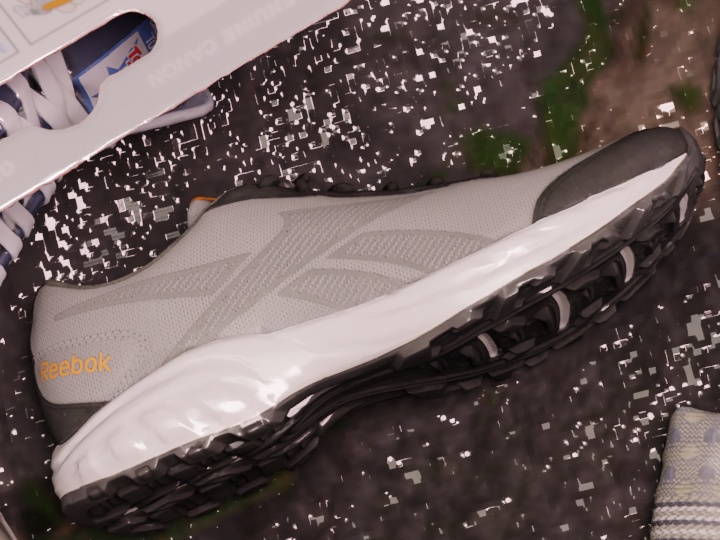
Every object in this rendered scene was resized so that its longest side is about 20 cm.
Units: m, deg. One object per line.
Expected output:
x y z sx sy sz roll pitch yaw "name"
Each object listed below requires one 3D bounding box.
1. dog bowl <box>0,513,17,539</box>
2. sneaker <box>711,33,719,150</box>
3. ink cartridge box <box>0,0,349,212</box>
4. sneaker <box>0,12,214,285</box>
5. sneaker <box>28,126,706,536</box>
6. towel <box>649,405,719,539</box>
-0.167 0.133 0.764 0.200 0.059 0.200 -1 76 6 "dog bowl"
0.149 -0.026 0.772 0.087 0.075 0.200 0 70 -13 "sneaker"
-0.119 -0.089 0.752 0.160 0.047 0.200 -32 64 -14 "ink cartridge box"
-0.098 -0.027 0.753 0.108 0.070 0.200 -12 44 10 "sneaker"
0.000 0.000 0.776 0.200 0.074 0.079 -22 70 0 "sneaker"
0.170 0.137 0.750 0.200 0.035 0.193 5 74 9 "towel"
